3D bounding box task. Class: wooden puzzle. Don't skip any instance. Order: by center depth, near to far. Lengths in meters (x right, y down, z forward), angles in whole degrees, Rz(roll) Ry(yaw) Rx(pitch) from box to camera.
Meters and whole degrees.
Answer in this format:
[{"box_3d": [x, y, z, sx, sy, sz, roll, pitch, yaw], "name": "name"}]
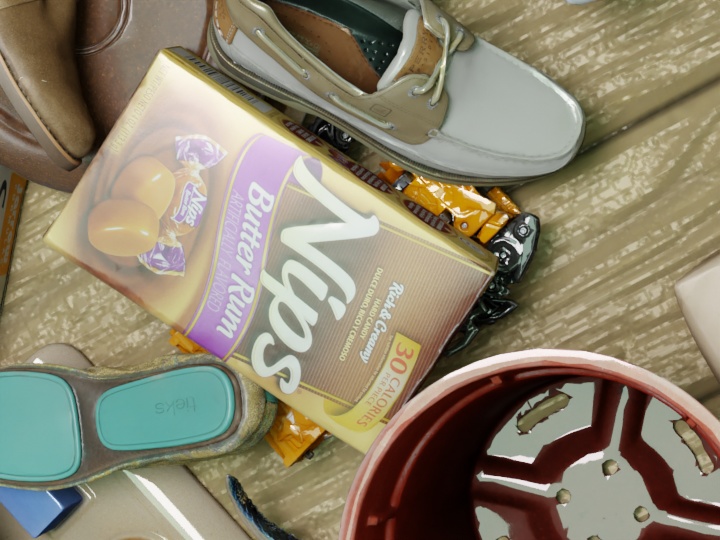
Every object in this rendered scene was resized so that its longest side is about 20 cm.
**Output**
[{"box_3d": [-0.179, 0.171, 1.186, 0.200, 0.046, 0.185, -45, 83, 11], "name": "wooden puzzle"}]

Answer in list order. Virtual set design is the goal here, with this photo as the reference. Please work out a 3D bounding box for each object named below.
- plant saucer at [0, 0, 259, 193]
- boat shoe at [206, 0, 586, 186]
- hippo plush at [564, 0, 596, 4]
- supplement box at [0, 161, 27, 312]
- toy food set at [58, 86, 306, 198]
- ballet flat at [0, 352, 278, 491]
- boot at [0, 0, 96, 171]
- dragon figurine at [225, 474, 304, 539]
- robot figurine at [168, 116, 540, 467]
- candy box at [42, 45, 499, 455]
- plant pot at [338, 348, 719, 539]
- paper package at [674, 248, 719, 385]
[{"box_3d": [-0.143, -0.138, 1.119, 0.200, 0.034, 0.200, 1, 94, 13], "name": "plant saucer"}, {"box_3d": [0.021, -0.097, 1.058, 0.200, 0.068, 0.075, 17, 74, -5], "name": "boat shoe"}, {"box_3d": [0.035, -0.189, 1.053, 0.161, 0.200, 0.159, -25, 55, 23], "name": "hippo plush"}, {"box_3d": [-0.298, -0.021, 1.189, 0.200, 0.074, 0.126, 12, 96, 12], "name": "supplement box"}, {"box_3d": [-0.114, -0.126, 1.154, 0.198, 0.049, 0.200, 11, 95, 12], "name": "toy food set"}, {"box_3d": [-0.134, 0.080, 1.131, 0.200, 0.071, 0.071, -8, 91, 25], "name": "ballet flat"}, {"box_3d": [-0.161, -0.151, 1.073, 0.075, 0.074, 0.200, -19, 86, 3], "name": "boot"}, {"box_3d": [0.005, 0.182, 1.137, 0.099, 0.059, 0.200, -23, 92, 11], "name": "dragon figurine"}, {"box_3d": [0.000, 0.000, 1.130, 0.200, 0.058, 0.145, -45, 84, 12], "name": "robot figurine"}, {"box_3d": [-0.044, -0.011, 1.072, 0.200, 0.056, 0.117, 33, 101, -1], "name": "candy box"}, {"box_3d": [0.108, 0.128, 1.042, 0.201, 0.195, 0.201, 1, 94, 13], "name": "plant pot"}, {"box_3d": [0.282, 0.045, 1.045, 0.191, 0.103, 0.200, -30, 87, 12], "name": "paper package"}]
